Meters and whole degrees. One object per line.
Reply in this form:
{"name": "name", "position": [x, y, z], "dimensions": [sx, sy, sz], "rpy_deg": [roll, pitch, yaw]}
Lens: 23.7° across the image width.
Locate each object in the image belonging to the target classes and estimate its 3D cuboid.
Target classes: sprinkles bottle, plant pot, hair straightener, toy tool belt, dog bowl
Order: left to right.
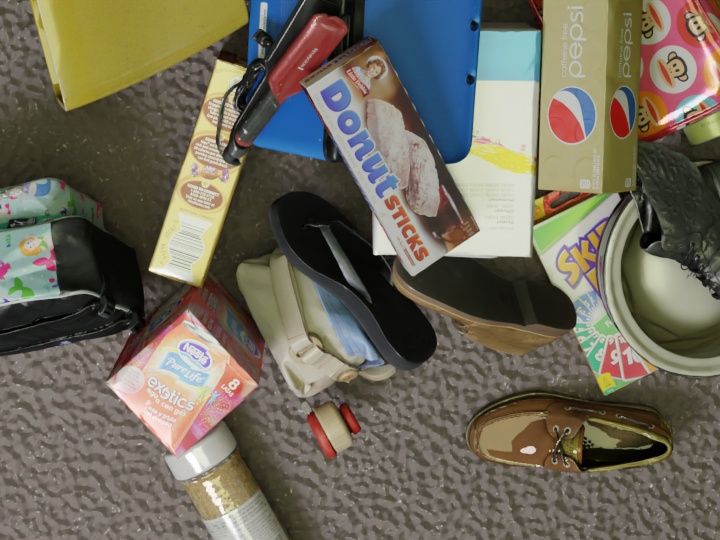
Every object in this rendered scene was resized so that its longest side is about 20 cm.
{"name": "plant pot", "position": [-0.204, -0.263, 1.504], "dimensions": [0.175, 0.200, 0.201], "rpy_deg": [-15, 101, -10]}
{"name": "sprinkles bottle", "position": [-0.114, 0.245, 1.658], "dimensions": [0.068, 0.068, 0.201], "rpy_deg": [-28, 101, 4]}
{"name": "hair straightener", "position": [-0.072, -0.163, 1.438], "dimensions": [0.041, 0.077, 0.200], "rpy_deg": [12, 135, -25]}
{"name": "toy tool belt", "position": [-0.023, 0.058, 1.594], "dimensions": [0.122, 0.125, 0.201], "rpy_deg": [-28, 81, -2]}
{"name": "dog bowl", "position": [0.308, -0.004, 1.603], "dimensions": [0.198, 0.074, 0.202], "rpy_deg": [-1, 96, -13]}

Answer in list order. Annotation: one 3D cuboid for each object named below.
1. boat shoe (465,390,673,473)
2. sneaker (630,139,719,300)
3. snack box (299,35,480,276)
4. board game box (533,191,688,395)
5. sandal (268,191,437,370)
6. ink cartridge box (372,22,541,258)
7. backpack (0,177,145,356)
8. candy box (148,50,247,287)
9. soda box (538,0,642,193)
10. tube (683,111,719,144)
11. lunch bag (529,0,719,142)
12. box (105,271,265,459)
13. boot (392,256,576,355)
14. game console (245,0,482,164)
{"name": "boat shoe", "position": [0.202, 0.158, 1.650], "dimensions": [0.198, 0.068, 0.073], "rpy_deg": [-4, 103, 0]}
{"name": "sneaker", "position": [0.294, -0.024, 1.532], "dimensions": [0.103, 0.060, 0.201], "rpy_deg": [-13, 93, -13]}
{"name": "snack box", "position": [0.026, -0.093, 1.422], "dimensions": [0.072, 0.024, 0.201], "rpy_deg": [-33, 119, -4]}
{"name": "board game box", "position": [0.234, 0.010, 1.646], "dimensions": [0.095, 0.030, 0.201], "rpy_deg": [-26, 98, 3]}
{"name": "sandal", "position": [0.001, 0.000, 1.557], "dimensions": [0.200, 0.076, 0.043], "rpy_deg": [46, 138, -2]}
{"name": "ink cartridge box", "position": [0.083, -0.121, 1.552], "dimensions": [0.145, 0.147, 0.202], "rpy_deg": [1, 100, 0]}
{"name": "backpack", "position": [-0.315, 0.007, 1.553], "dimensions": [0.199, 0.178, 0.152], "rpy_deg": [-19, 75, 10]}
{"name": "candy box", "position": [-0.136, -0.095, 1.567], "dimensions": [0.056, 0.117, 0.201], "rpy_deg": [17, 100, -5]}
{"name": "soda box", "position": [0.199, -0.169, 1.483], "dimensions": [0.067, 0.064, 0.202], "rpy_deg": [7, 100, 38]}
{"name": "tube", "position": [0.293, -0.217, 1.593], "dimensions": [0.058, 0.052, 0.201], "rpy_deg": [-26, 98, -36]}
{"name": "lunch bag", "position": [0.241, -0.213, 1.548], "dimensions": [0.175, 0.082, 0.201], "rpy_deg": [-25, 93, 30]}
{"name": "box", "position": [-0.153, 0.079, 1.557], "dimensions": [0.103, 0.200, 0.095], "rpy_deg": [-42, 98, 5]}
{"name": "boot", "position": [0.103, 0.037, 1.593], "dimensions": [0.199, 0.074, 0.075], "rpy_deg": [18, 138, -30]}
{"name": "game console", "position": [0.001, -0.197, 1.460], "dimensions": [0.118, 0.170, 0.202], "rpy_deg": [-8, 106, -46]}
